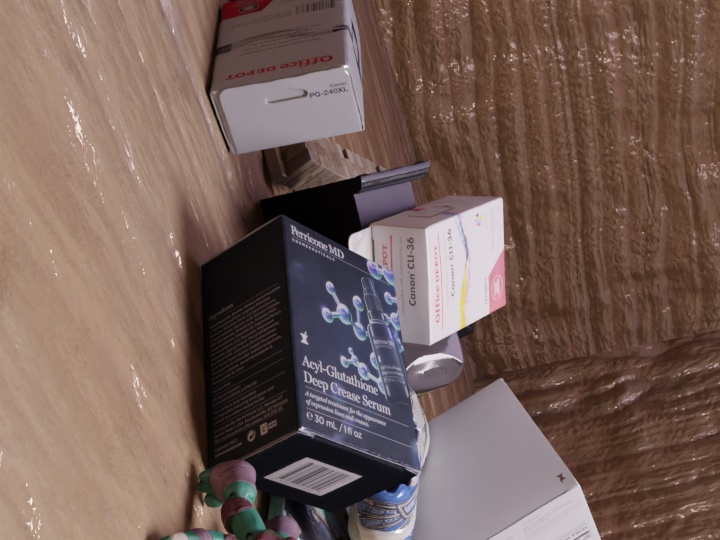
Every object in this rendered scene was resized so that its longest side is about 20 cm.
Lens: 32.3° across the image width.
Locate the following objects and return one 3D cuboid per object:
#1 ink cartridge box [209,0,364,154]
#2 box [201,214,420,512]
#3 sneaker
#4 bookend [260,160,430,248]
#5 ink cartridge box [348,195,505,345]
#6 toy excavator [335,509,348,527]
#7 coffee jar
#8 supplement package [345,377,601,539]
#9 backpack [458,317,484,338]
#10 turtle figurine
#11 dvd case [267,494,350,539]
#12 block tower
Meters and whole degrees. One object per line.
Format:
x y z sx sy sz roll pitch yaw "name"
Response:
-0.074 -0.219 1.319 0.201 0.144 0.084 -92 170 -51 "ink cartridge box"
-0.045 0.082 1.052 0.148 0.107 0.201 26 46 -42 "box"
0.031 0.156 1.136 0.201 0.076 0.086 -89 -176 -49 "sneaker"
0.000 0.000 1.326 0.199 0.092 0.200 -9 -85 55 "bookend"
0.069 0.001 1.217 0.200 0.067 0.117 -23 113 -53 "ink cartridge box"
-0.047 0.163 1.235 0.195 0.099 0.202 57 37 -71 "toy excavator"
0.040 0.116 1.481 0.200 0.104 0.086 -34 -112 61 "coffee jar"
0.100 0.232 1.192 0.156 0.199 0.111 56 -6 47 "supplement package"
0.053 0.045 1.676 0.166 0.200 0.127 15 56 -29 "backpack"
-0.078 0.224 0.871 0.200 0.100 0.151 -97 172 -67 "turtle figurine"
-0.020 0.283 1.157 0.201 0.022 0.146 55 10 -15 "dvd case"
-0.030 -0.114 1.503 0.199 0.058 0.054 19 46 -50 "block tower"
